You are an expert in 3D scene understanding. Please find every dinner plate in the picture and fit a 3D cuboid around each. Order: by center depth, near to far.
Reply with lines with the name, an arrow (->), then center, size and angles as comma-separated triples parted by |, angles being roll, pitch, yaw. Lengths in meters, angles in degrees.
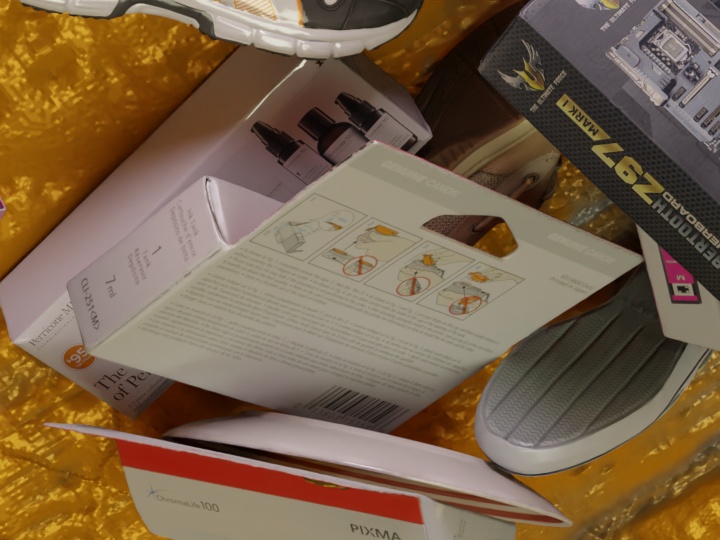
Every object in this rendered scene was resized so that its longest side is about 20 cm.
dinner plate -> 0.005, 0.092, 1.242 | 0.200, 0.200, 0.024 | 16, 83, -27

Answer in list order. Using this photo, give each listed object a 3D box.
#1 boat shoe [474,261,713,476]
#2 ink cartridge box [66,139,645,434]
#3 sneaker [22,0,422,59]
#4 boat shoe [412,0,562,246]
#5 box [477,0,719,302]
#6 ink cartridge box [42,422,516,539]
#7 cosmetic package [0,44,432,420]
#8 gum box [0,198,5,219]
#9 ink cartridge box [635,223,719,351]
boat shoe -> 0.127, 0.054, 1.261 | 0.200, 0.074, 0.067 | -33, 145, -37
ink cartridge box -> 0.000, 0.000, 1.157 | 0.174, 0.044, 0.200 | -36, 145, 27
sneaker -> -0.060, -0.143, 1.097 | 0.200, 0.074, 0.080 | 6, 120, -23
boat shoe -> 0.059, -0.057, 1.213 | 0.200, 0.071, 0.064 | -38, 132, 23
box -> 0.167, -0.095, 1.069 | 0.200, 0.158, 0.051 | -45, 177, -32
ink cartridge box -> -0.036, 0.114, 1.201 | 0.200, 0.160, 0.047 | 23, 78, -65
cosmetic package -> -0.069, -0.026, 1.200 | 0.200, 0.051, 0.083 | -44, 125, 14
gum box -> -0.264, -0.008, 1.082 | 0.200, 0.066, 0.114 | -6, 146, -39
ink cartridge box -> 0.151, -0.039, 1.191 | 0.037, 0.095, 0.200 | -1, 141, 19
